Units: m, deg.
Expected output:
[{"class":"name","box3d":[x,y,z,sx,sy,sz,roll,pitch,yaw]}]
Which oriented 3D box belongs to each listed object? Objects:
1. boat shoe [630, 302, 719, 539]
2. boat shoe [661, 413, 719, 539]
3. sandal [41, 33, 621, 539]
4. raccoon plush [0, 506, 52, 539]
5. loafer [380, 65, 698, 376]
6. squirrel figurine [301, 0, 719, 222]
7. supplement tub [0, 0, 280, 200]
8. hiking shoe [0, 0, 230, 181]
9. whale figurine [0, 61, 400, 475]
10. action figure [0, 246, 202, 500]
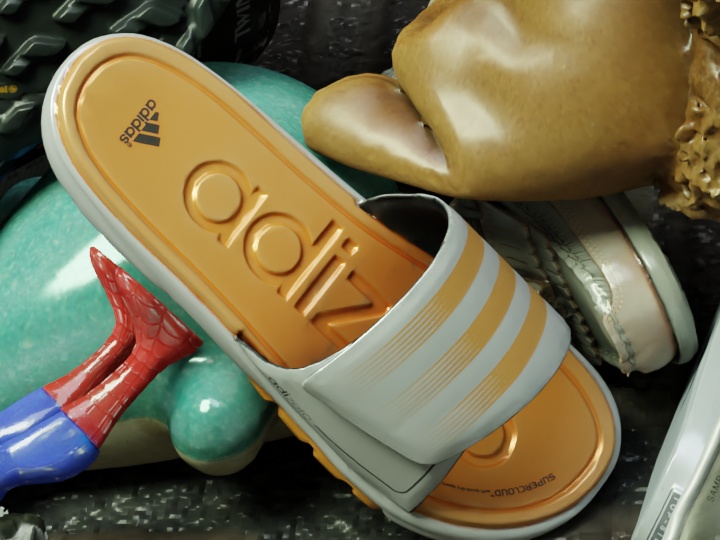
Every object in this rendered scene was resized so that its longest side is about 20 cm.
[{"class":"boat shoe","box3d":[0.139,0.026,0.851,0.066,0.070,0.200,23,39,6]},{"class":"boat shoe","box3d":[0.087,0.097,0.718,0.071,0.069,0.201,-19,38,54]},{"class":"sandal","box3d":[-0.005,0.006,0.813,0.079,0.206,0.059,-56,12,-19]},{"class":"raccoon plush","box3d":[-0.071,0.156,0.733,0.133,0.097,0.201,22,75,15]},{"class":"loafer","box3d":[0.046,-0.015,0.920,0.063,0.072,0.200,-25,33,-6]},{"class":"squirrel figurine","box3d":[0.085,-0.117,0.819,0.199,0.188,0.141,23,30,37]},{"class":"supplement tub","box3d":[-0.137,-0.088,0.996,0.199,0.123,0.122,-30,43,-27]},{"class":"hiking shoe","box3d":[-0.119,-0.067,0.874,0.200,0.074,0.087,-41,23,2]},{"class":"whale figurine","box3d":[-0.080,0.004,0.882,0.199,0.104,0.159,-25,41,-18]},{"class":"action figure","box3d":[-0.132,0.077,0.800,0.200,0.052,0.065,-49,23,-5]}]
